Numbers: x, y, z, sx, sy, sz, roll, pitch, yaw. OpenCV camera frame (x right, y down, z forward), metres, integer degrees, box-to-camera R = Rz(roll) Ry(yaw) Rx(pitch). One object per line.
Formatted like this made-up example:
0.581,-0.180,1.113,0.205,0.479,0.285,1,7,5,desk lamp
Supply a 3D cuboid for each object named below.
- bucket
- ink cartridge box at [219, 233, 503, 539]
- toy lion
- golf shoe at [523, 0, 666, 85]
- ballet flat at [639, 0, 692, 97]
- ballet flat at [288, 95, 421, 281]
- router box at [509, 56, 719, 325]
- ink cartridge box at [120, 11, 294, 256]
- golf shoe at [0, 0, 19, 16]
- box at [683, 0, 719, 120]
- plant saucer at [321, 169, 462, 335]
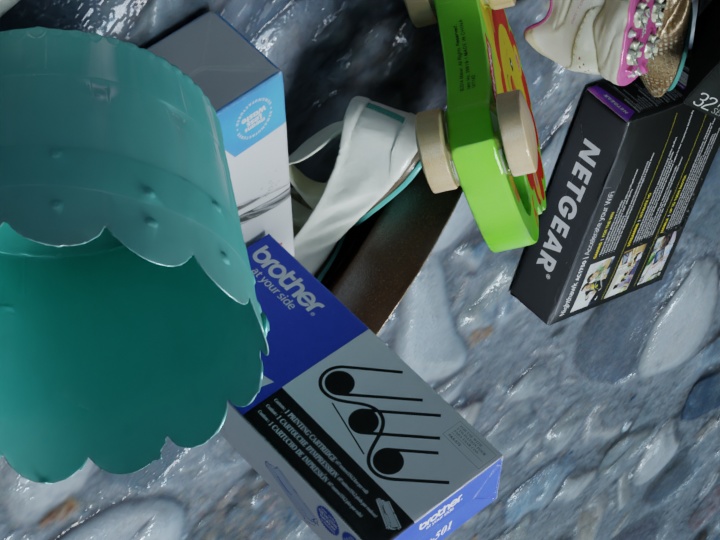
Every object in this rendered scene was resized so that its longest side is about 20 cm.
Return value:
-0.148,-0.006,0.914,0.205,0.136,0.208,-4,143,-3,bucket
-0.024,0.073,1.051,0.094,0.200,0.044,-33,149,-26,ink cartridge box
0.082,-0.095,1.174,0.068,0.201,0.192,-12,143,12,toy lion
0.155,-0.224,1.231,0.075,0.091,0.202,-3,104,-61,golf shoe
0.205,-0.206,1.344,0.065,0.071,0.201,-6,133,-15,ballet flat
-0.026,-0.041,1.185,0.069,0.070,0.200,-20,160,-42,ballet flat
0.210,-0.064,1.512,0.148,0.051,0.201,-19,139,-40,router box
-0.101,-0.034,1.094,0.115,0.067,0.201,-35,149,-24,ink cartridge box
-0.126,-0.172,0.866,0.200,0.097,0.078,-50,153,5,golf shoe
0.350,-0.159,1.327,0.149,0.199,0.125,128,-19,-53,box
0.000,0.000,1.228,0.201,0.037,0.201,-54,-171,13,plant saucer
